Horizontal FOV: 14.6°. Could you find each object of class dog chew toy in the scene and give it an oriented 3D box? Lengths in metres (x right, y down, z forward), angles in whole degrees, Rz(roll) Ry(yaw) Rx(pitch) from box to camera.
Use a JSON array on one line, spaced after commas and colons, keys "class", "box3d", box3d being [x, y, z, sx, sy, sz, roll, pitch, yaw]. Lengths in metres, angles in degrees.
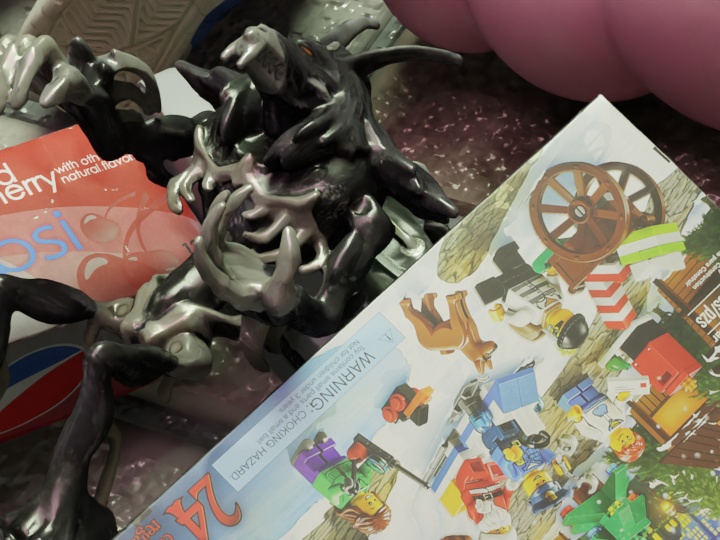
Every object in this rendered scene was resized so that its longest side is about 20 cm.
[{"class": "dog chew toy", "box3d": [0.088, -0.107, 0.900, 0.200, 0.125, 0.125, 6, 52, 34]}]

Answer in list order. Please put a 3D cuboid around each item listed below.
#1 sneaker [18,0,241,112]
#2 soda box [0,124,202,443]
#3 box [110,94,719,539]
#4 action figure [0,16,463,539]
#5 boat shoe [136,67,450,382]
[{"class": "sneaker", "box3d": [-0.040, -0.136, 0.947, 0.200, 0.077, 0.111, -41, 20, 49]}, {"class": "soda box", "box3d": [-0.143, 0.021, 0.846, 0.200, 0.063, 0.070, -20, 62, -32]}, {"class": "box", "box3d": [0.044, 0.065, 0.770, 0.137, 0.038, 0.200, 44, 71, 10]}, {"class": "action figure", "box3d": [-0.054, -0.010, 0.783, 0.119, 0.102, 0.200, 30, 74, 31]}, {"class": "boat shoe", "box3d": [0.000, -0.002, 0.866, 0.068, 0.074, 0.199, -28, 48, -15]}]
